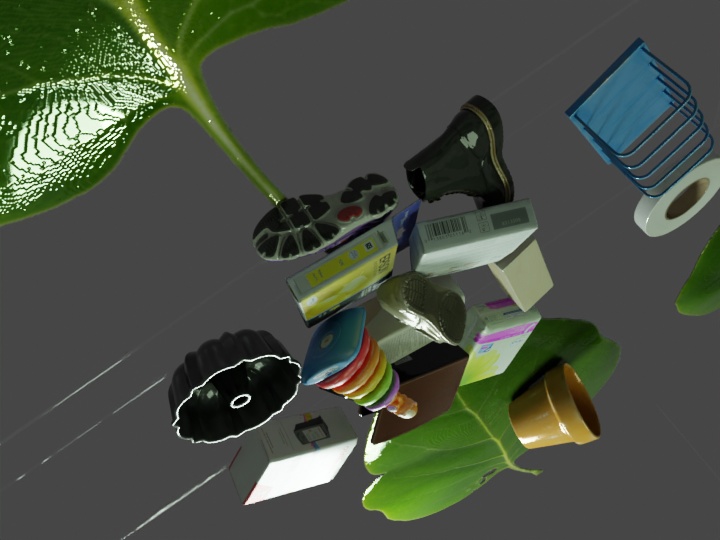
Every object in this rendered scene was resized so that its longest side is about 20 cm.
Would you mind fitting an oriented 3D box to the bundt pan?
[{"bbox_3d":[-0.187,0.160,0.998,0.200,0.076,0.203,-23,145,-17],"label":"bundt pan"}]

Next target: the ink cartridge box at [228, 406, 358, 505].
[{"bbox_3d":[-0.125,0.342,1.279,0.198,0.086,0.148,-3,136,-41],"label":"ink cartridge box"}]

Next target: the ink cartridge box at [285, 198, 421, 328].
[{"bbox_3d":[0.000,0.000,0.934,0.198,0.047,0.198,-28,167,-7],"label":"ink cartridge box"}]

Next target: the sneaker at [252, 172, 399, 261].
[{"bbox_3d":[-0.039,-0.049,0.864,0.198,0.081,0.084,-20,151,-21],"label":"sneaker"}]

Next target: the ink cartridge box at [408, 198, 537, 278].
[{"bbox_3d":[0.146,-0.037,0.978,0.158,0.048,0.200,-14,169,-6],"label":"ink cartridge box"}]

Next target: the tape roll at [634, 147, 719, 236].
[{"bbox_3d":[0.633,-0.152,1.357,0.201,0.037,0.204,-24,146,-17],"label":"tape roll"}]

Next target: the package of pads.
[{"bbox_3d":[0.256,0.140,1.372,0.153,0.069,0.201,-10,141,-31],"label":"package of pads"}]

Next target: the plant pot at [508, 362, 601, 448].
[{"bbox_3d":[0.491,0.367,1.777,0.182,0.203,0.199,-29,151,24],"label":"plant pot"}]

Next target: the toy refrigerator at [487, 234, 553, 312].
[{"bbox_3d":[0.273,-0.008,1.199,0.076,0.070,0.200,-43,147,2],"label":"toy refrigerator"}]

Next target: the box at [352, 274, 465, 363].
[{"bbox_3d":[0.068,0.082,1.121,0.198,0.078,0.096,-26,146,-12],"label":"box"}]

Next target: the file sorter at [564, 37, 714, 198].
[{"bbox_3d":[0.422,-0.211,1.018,0.139,0.123,0.199,-45,146,18],"label":"file sorter"}]

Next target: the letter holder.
[{"bbox_3d":[0.077,0.204,1.223,0.198,0.100,0.144,-15,130,-36],"label":"letter holder"}]

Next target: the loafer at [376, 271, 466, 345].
[{"bbox_3d":[0.094,0.053,1.021,0.200,0.068,0.077,38,64,-45],"label":"loafer"}]

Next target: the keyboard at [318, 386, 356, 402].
[{"bbox_3d":[0.012,0.217,1.282,0.104,0.040,0.200,-41,148,11],"label":"keyboard"}]

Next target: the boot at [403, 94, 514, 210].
[{"bbox_3d":[0.125,-0.112,0.907,0.138,0.077,0.201,-41,136,-14],"label":"boot"}]

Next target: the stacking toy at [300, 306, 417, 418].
[{"bbox_3d":[0.015,0.162,1.017,0.115,0.111,0.200,-31,119,30],"label":"stacking toy"}]
